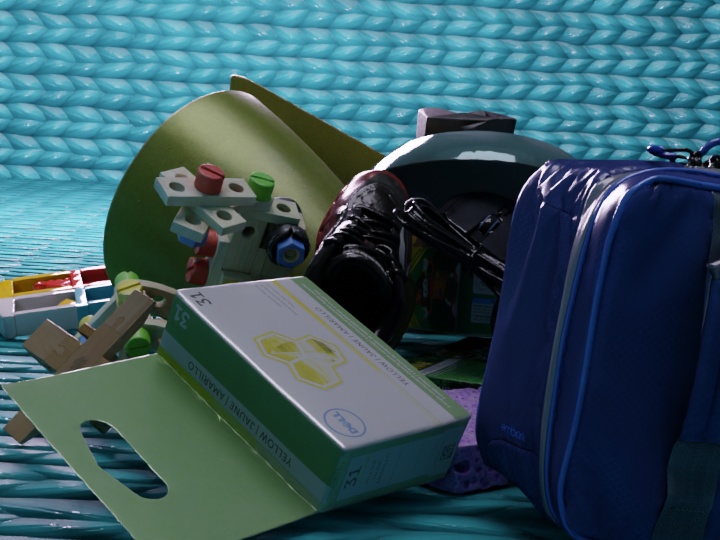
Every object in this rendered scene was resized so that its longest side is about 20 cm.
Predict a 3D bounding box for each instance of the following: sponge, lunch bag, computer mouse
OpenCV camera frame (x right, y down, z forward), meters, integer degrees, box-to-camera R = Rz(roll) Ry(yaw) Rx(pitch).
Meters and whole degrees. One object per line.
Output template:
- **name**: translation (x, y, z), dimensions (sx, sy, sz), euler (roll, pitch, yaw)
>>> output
- **sponge**: translation (0.091, 0.096, 0.866), dimensions (0.198, 0.030, 0.111), euler (-3, 10, -40)
- **lunch bag**: translation (0.149, 0.034, 0.695), dimensions (0.134, 0.203, 0.132), euler (6, 8, -19)
- **computer mouse**: translation (0.111, -0.011, 0.989), dimensions (0.140, 0.046, 0.200), euler (38, 11, 16)

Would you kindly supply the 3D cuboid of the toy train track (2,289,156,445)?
- **toy train track**: translation (-0.135, 0.079, 0.825), dimensions (0.199, 0.115, 0.033), euler (26, -23, 46)

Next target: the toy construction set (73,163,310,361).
- **toy construction set**: translation (-0.107, 0.000, 0.939), dimensions (0.129, 0.201, 0.093), euler (10, 47, -20)

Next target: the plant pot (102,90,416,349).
- **plant pot**: translation (-0.060, -0.008, 1.075), dimensions (0.199, 0.189, 0.186), euler (33, 21, 28)

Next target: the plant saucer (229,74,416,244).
- **plant saucer**: translation (-0.045, -0.062, 1.257), dimensions (0.198, 0.049, 0.200), euler (29, -23, 5)

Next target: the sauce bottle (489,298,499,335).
- **sauce bottle**: translation (0.185, 0.056, 1.008), dimensions (0.198, 0.066, 0.064), euler (16, 13, 30)

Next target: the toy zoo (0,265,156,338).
- **toy zoo**: translation (-0.239, 0.023, 1.226), dimensions (0.197, 0.021, 0.131), euler (-8, 15, -12)

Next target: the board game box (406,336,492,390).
- **board game box**: translation (0.097, 0.076, 1.065), dimensions (0.103, 0.024, 0.199), euler (9, 8, 23)

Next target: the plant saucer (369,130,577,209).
- **plant saucer**: translation (0.094, -0.064, 1.088), dimensions (0.197, 0.036, 0.200), euler (5, -17, 1)

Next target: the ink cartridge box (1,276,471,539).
- **ink cartridge box**: translation (-0.059, 0.067, 0.725), dimensions (0.199, 0.048, 0.145), euler (-6, 36, -48)

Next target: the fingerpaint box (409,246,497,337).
- **fingerpaint box**: translation (0.143, 0.021, 1.193), dimensions (0.197, 0.075, 0.167), euler (5, -1, -16)

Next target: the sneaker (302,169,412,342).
- **sneaker**: translation (0.000, 0.000, 0.938), dimensions (0.070, 0.202, 0.098), euler (23, -38, -4)

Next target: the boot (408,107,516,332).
- **boot**: translation (0.120, -0.046, 1.322), dimensions (0.163, 0.203, 0.065), euler (-1, 8, -27)
